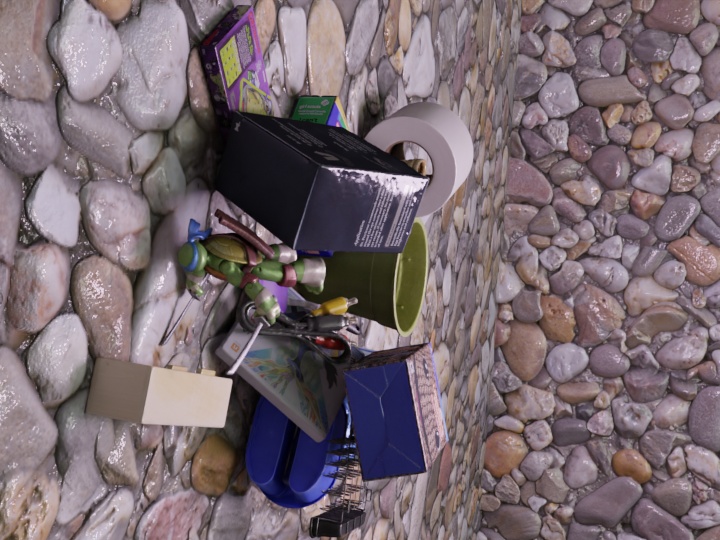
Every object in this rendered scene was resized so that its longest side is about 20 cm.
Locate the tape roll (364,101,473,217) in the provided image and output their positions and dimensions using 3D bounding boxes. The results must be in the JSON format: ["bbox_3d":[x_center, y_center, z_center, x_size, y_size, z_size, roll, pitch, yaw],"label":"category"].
[{"bbox_3d":[0.111,-0.220,1.746,0.139,0.201,0.205,-47,140,-59],"label":"tape roll"}]

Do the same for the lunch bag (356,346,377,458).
[{"bbox_3d":[-0.005,0.243,1.628,0.083,0.159,0.202,75,27,-71],"label":"lunch bag"}]

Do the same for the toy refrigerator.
[{"bbox_3d":[-0.233,0.145,1.057,0.200,0.075,0.071,32,66,-68],"label":"toy refrigerator"}]

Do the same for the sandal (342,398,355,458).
[{"bbox_3d":[-0.044,0.213,1.455,0.079,0.087,0.202,-3,72,-49],"label":"sandal"}]

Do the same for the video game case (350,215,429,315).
[{"bbox_3d":[0.057,-0.020,1.763,0.182,0.022,0.200,-49,-175,37],"label":"video game case"}]

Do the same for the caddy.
[{"bbox_3d":[-0.098,0.266,1.381,0.105,0.140,0.202,63,38,-68],"label":"caddy"}]

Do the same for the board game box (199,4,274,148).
[{"bbox_3d":[-0.162,-0.242,1.210,0.120,0.032,0.201,-59,150,-43],"label":"board game box"}]

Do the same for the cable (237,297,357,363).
[{"bbox_3d":[-0.087,0.088,1.285,0.050,0.198,0.098,169,-79,-64],"label":"cable"}]

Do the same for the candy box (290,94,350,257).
[{"bbox_3d":[-0.072,-0.150,1.424,0.170,0.076,0.202,64,36,-56],"label":"candy box"}]

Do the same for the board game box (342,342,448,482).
[{"bbox_3d":[0.056,0.202,1.308,0.200,0.096,0.161,-11,91,-76],"label":"board game box"}]

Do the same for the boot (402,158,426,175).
[{"bbox_3d":[0.031,-0.137,1.608,0.073,0.154,0.201,78,27,-43],"label":"boot"}]

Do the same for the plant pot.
[{"bbox_3d":[0.000,0.000,1.511,0.200,0.188,0.202,7,90,-71],"label":"plant pot"}]

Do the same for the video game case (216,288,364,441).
[{"bbox_3d":[-0.097,0.123,1.310,0.200,0.022,0.183,43,41,-12],"label":"video game case"}]

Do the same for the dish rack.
[{"bbox_3d":[-0.018,0.295,1.331,0.153,0.054,0.202,27,70,-74],"label":"dish rack"}]

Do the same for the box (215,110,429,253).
[{"bbox_3d":[-0.054,-0.116,1.182,0.199,0.196,0.118,1,115,-43],"label":"box"}]

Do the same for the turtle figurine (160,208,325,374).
[{"bbox_3d":[-0.150,0.030,1.121,0.193,0.143,0.202,-6,80,-43],"label":"turtle figurine"}]

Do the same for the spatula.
[{"bbox_3d":[-0.075,0.056,1.335,0.199,0.021,0.057,26,45,-29],"label":"spatula"}]
